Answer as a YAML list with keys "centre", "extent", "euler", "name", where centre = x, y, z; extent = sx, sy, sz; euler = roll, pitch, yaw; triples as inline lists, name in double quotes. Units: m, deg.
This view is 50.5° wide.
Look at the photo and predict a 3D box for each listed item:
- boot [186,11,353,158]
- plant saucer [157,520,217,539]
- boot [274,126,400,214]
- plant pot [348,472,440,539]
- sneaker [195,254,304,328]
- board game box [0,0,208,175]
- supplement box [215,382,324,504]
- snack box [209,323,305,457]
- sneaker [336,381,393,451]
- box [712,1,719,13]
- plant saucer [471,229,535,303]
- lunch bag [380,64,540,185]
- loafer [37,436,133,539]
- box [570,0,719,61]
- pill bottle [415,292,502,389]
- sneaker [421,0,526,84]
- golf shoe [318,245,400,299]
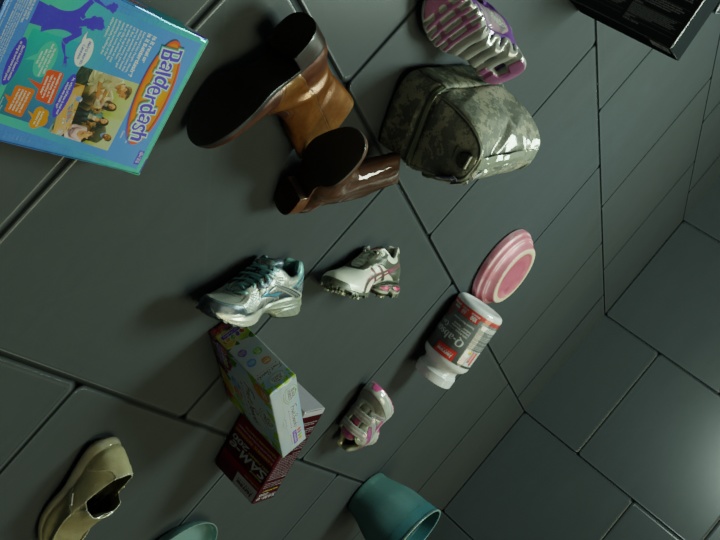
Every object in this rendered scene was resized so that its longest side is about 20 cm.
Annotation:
- centre: [-0.099, -0.183, 0.892]
  extent: [0.188, 0.068, 0.200]
  euler: [-52, 164, -5]
  name: "boot"
- centre: [-0.350, 0.531, 1.396]
  extent: [0.200, 0.027, 0.200]
  euler: [-37, 150, -25]
  name: "plant saucer"
- centre: [0.005, -0.141, 1.022]
  extent: [0.200, 0.064, 0.186]
  euler: [-15, 170, -45]
  name: "boot"
- centre: [0.077, 0.649, 2.023]
  extent: [0.200, 0.188, 0.200]
  euler: [-37, 149, -27]
  name: "plant pot"
- centre: [-0.148, 0.020, 1.045]
  extent: [0.200, 0.078, 0.086]
  euler: [-12, 123, -61]
  name: "sneaker"
- centre: [-0.245, -0.174, 0.664]
  extent: [0.152, 0.045, 0.200]
  euler: [-58, 152, 12]
  name: "board game box"
- centre: [-0.156, 0.282, 1.296]
  extent: [0.061, 0.109, 0.200]
  euler: [1, 123, -57]
  name: "supplement box"
- centre: [-0.150, 0.176, 1.136]
  extent: [0.053, 0.142, 0.200]
  euler: [-38, 150, -25]
  name: "snack box"
- centre: [0.005, 0.322, 1.626]
  extent: [0.088, 0.081, 0.200]
  euler: [-27, 144, -42]
  name: "sneaker"
- centre: [0.581, -0.566, 1.287]
  extent: [0.123, 0.198, 0.200]
  euler: [-19, 140, -46]
  name: "box"
- centre: [0.342, 0.000, 1.781]
  extent: [0.200, 0.051, 0.201]
  euler: [-38, 150, -26]
  name: "plant saucer"
- centre: [0.152, -0.201, 1.108]
  extent: [0.200, 0.168, 0.140]
  euler: [-17, 138, -47]
  name: "lunch bag"
- centre: [-0.377, 0.323, 1.049]
  extent: [0.076, 0.068, 0.200]
  euler: [2, 122, -58]
  name: "loafer"
- centre: [0.469, -0.456, 1.245]
  extent: [0.079, 0.200, 0.141]
  euler: [3, 122, -58]
  name: "box"
- centre: [0.217, 0.159, 1.712]
  extent: [0.200, 0.116, 0.116]
  euler: [-57, 153, 10]
  name: "pill bottle"
- centre: [0.152, -0.340, 1.050]
  extent: [0.080, 0.089, 0.200]
  euler: [-20, 149, 36]
  name: "sneaker"
- centre: [0.000, 0.000, 1.251]
  extent: [0.200, 0.077, 0.088]
  euler: [-2, 105, -59]
  name: "golf shoe"
